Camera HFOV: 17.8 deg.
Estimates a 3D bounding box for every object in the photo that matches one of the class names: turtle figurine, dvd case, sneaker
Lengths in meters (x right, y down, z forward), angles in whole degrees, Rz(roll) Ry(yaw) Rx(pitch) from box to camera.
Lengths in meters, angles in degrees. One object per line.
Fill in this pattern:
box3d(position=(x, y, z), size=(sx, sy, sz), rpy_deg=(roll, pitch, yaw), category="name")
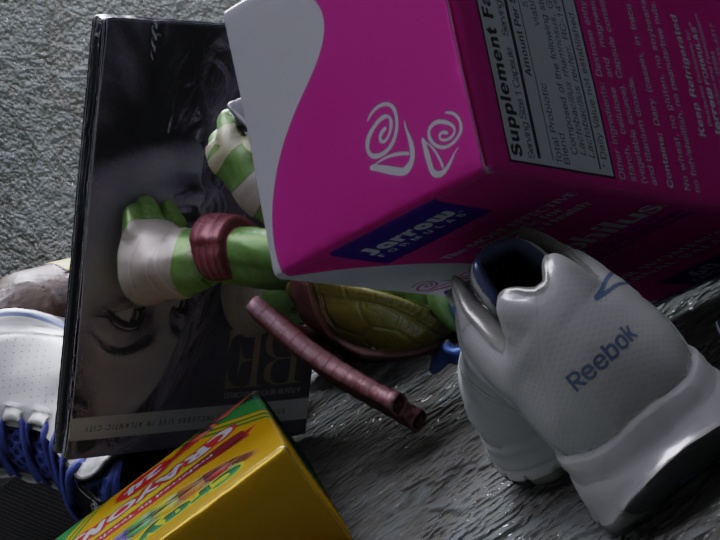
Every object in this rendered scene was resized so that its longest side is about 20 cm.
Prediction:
box3d(position=(-0.007, -0.038, 0.993), size=(0.193, 0.201, 0.144), rpy_deg=(-8, 14, 46), category="turtle figurine")
box3d(position=(-0.073, -0.016, 1.078), size=(0.148, 0.202, 0.016), rpy_deg=(-2, 13, -44), category="dvd case")
box3d(position=(0.065, 0.023, 0.751), size=(0.074, 0.087, 0.200), rpy_deg=(-39, 7, -8), category="sneaker")
box3d(position=(-0.143, 0.083, 1.149), size=(0.198, 0.081, 0.116), rpy_deg=(-4, 37, 10), category="sneaker")

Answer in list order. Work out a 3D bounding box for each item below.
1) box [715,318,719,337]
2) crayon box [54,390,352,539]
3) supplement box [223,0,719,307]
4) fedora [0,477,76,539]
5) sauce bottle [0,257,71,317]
box3d(position=(0.186, -0.009, 0.554), size=(0.199, 0.046, 0.159), rpy_deg=(-35, 8, 9), category="box")
box3d(position=(-0.071, 0.116, 0.933), size=(0.127, 0.051, 0.200), rpy_deg=(-36, 8, -4), category="crayon box")
box3d(position=(0.063, -0.052, 0.803), size=(0.199, 0.104, 0.101), rpy_deg=(7, -25, -44), category="supplement box")
box3d(position=(-0.221, 0.127, 1.333), size=(0.199, 0.091, 0.177), rpy_deg=(-27, 21, 19), category="fedora")
box3d(position=(-0.162, 0.025, 1.276), size=(0.199, 0.065, 0.065), rpy_deg=(-13, -9, -38), category="sauce bottle")
